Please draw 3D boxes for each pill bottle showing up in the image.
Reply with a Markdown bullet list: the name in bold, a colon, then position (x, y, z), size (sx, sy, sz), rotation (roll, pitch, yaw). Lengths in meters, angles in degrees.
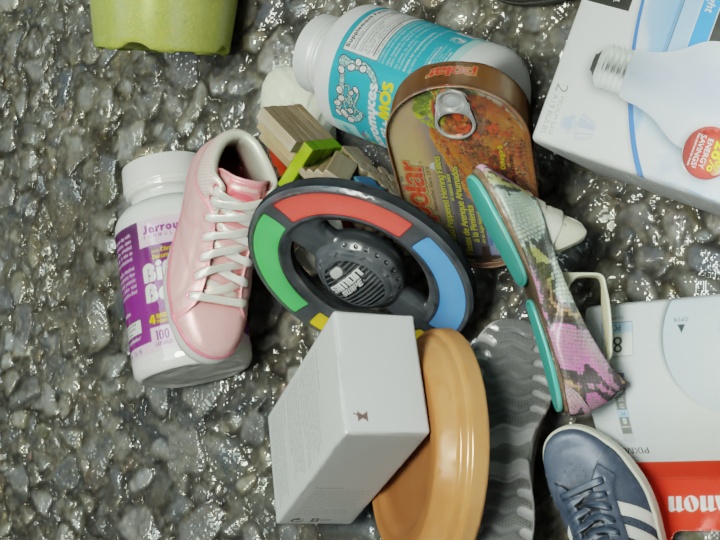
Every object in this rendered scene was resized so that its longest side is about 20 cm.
- **pill bottle**: position (0.037, -0.157, 1.207), size (0.199, 0.110, 0.112), rotation (25, 97, 35)
- **pill bottle**: position (-0.167, -0.002, 1.325), size (0.111, 0.112, 0.203), rotation (-19, 74, 31)

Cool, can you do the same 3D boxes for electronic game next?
- **electronic game**: position (0.000, 0.000, 1.176), size (0.198, 0.201, 0.042), rotation (-4, 45, 34)

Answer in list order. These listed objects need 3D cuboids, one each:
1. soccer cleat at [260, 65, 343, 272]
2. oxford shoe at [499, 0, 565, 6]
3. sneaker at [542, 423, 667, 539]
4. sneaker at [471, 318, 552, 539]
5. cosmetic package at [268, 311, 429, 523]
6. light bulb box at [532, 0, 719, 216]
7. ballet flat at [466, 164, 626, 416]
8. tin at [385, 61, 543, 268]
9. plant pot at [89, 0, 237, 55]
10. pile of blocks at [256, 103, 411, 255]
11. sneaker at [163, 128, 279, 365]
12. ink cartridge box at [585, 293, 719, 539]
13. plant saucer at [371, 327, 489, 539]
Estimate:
- **soccer cleat**: position (-0.055, -0.097, 1.282), size (0.069, 0.077, 0.203), rotation (-24, 70, 29)
- **oxford shoe**: position (0.103, -0.271, 1.194), size (0.198, 0.084, 0.074), rotation (22, 94, 33)
- **sneaker**: position (0.183, 0.210, 1.051), size (0.075, 0.084, 0.202), rotation (-34, 76, 31)
- **sneaker**: position (0.105, 0.137, 1.142), size (0.074, 0.082, 0.203), rotation (11, 69, -2)
- **cosmetic package**: position (-0.015, 0.124, 1.159), size (0.200, 0.070, 0.103), rotation (122, 146, -56)
- **light bulb box**: position (0.263, -0.146, 1.042), size (0.198, 0.124, 0.201), rotation (23, 96, 35)
- **ballet flat**: position (0.146, 0.007, 1.077), size (0.070, 0.069, 0.202), rotation (-22, 88, -3)
- **tin**: position (0.082, -0.079, 1.112), size (0.110, 0.201, 0.042), rotation (-3, 49, 11)
- **plant pot**: position (-0.183, -0.297, 1.346), size (0.198, 0.199, 0.187), rotation (8, 99, 35)
- **pile of blocks**: position (-0.012, -0.060, 1.209), size (0.199, 0.082, 0.062), rotation (35, 117, -1)
- **sneaker**: position (-0.119, -0.027, 1.233), size (0.105, 0.074, 0.203), rotation (146, 130, -61)
- **ink cartridge box**: position (0.248, 0.121, 1.062), size (0.158, 0.047, 0.203), rotation (-7, 78, 34)
- **plant saucer**: position (0.048, 0.145, 1.134), size (0.200, 0.037, 0.203), rotation (-174, 90, -72)
